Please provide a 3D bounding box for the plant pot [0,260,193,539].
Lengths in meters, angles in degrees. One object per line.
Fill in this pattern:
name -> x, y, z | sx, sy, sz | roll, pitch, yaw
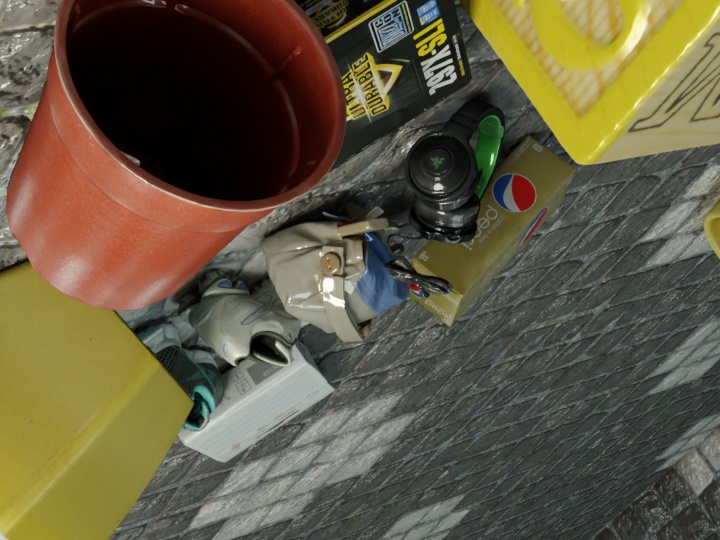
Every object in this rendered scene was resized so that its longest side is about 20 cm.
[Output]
plant pot -> -0.255, 0.104, 1.352 | 0.176, 0.200, 0.200 | -42, 160, -8

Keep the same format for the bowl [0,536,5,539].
bowl -> -0.363, 0.225, 1.553 | 0.199, 0.108, 0.200 | -28, 159, -12

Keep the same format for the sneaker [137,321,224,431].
sneaker -> -0.175, 0.123, 1.619 | 0.077, 0.092, 0.200 | -33, 159, 4

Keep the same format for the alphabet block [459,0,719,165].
alphabet block -> 0.237, -0.220, 1.316 | 0.199, 0.196, 0.197 | -12, 149, -44

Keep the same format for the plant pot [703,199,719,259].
plant pot -> 0.587, -0.067, 2.160 | 0.189, 0.201, 0.201 | -45, 160, -9

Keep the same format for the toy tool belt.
toy tool belt -> 0.000, 0.000, 1.559 | 0.122, 0.125, 0.200 | -29, 161, 14

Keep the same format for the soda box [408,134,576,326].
soda box -> 0.128, -0.041, 1.638 | 0.200, 0.064, 0.068 | -47, 166, -27

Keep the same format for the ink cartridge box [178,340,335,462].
ink cartridge box -> -0.117, 0.143, 1.827 | 0.162, 0.050, 0.200 | -33, 167, 0

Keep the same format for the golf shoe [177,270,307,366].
golf shoe -> -0.089, 0.056, 1.590 | 0.078, 0.097, 0.199 | -46, 157, 28

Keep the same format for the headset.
headset -> 0.088, -0.065, 1.507 | 0.200, 0.094, 0.124 | -53, 156, -27

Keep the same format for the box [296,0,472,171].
box -> 0.002, -0.166, 1.301 | 0.159, 0.049, 0.200 | -34, 159, -3

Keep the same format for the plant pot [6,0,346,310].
plant pot -> -0.141, -0.082, 1.110 | 0.200, 0.202, 0.195 | -16, 162, -37
